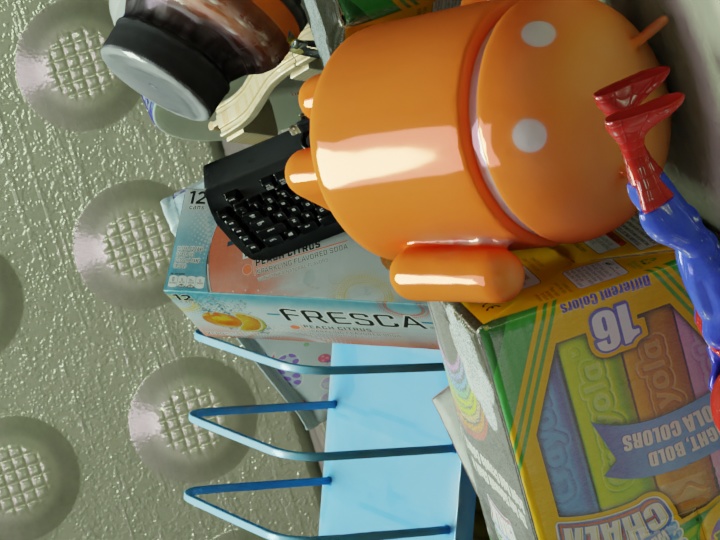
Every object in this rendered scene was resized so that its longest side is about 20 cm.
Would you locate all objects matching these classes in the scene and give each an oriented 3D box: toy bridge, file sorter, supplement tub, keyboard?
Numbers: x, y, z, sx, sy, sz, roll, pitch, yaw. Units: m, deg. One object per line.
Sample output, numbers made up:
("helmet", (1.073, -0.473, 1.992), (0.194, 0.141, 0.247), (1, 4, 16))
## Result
("toy bridge", (-0.019, -0.122, 1.574), (0.067, 0.200, 0.027), (5, -115, -48))
("file sorter", (-0.024, 0.134, 1.528), (0.139, 0.122, 0.200), (16, 105, 56))
("supplement tub", (-0.061, -0.182, 1.490), (0.107, 0.200, 0.107), (30, 167, 8))
("keyboard", (0.012, -0.057, 1.367), (0.104, 0.200, 0.040), (52, -157, -42))

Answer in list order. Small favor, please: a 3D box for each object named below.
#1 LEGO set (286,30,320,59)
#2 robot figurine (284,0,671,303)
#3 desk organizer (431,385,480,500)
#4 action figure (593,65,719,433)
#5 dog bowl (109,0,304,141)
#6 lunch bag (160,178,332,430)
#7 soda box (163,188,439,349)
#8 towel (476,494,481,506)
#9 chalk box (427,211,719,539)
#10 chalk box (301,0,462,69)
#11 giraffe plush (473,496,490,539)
("LEGO set", (0.037, -0.069, 1.514), (0.200, 0.153, 0.116), (83, -163, -67))
("robot figurine", (0.057, -0.066, 1.240), (0.200, 0.144, 0.117), (-6, 119, 43))
("desk organizer", (0.124, 0.134, 1.408), (0.077, 0.072, 0.200), (0, -122, -51))
("action figure", (0.153, 0.013, 1.151), (0.065, 0.052, 0.200), (-112, 1, -70))
("dog bowl", (-0.046, -0.157, 1.643), (0.200, 0.200, 0.079), (94, 155, -72))
("lunch bag", (-0.013, -0.023, 1.704), (0.200, 0.169, 0.127), (54, -171, -50))
("soda box", (0.000, 0.000, 1.457), (0.068, 0.200, 0.064), (54, -137, -61))
("towel", (0.117, 0.122, 1.487), (0.144, 0.023, 0.200), (-35, 70, 42))
("chalk box", (0.120, 0.081, 1.282), (0.124, 0.124, 0.200), (-130, 22, -69))
("chalk box", (0.014, -0.210, 1.369), (0.125, 0.124, 0.200), (99, 154, -76))
("giraffe plush", (0.091, 0.118, 1.613), (0.200, 0.172, 0.163), (-39, -52, -61))
